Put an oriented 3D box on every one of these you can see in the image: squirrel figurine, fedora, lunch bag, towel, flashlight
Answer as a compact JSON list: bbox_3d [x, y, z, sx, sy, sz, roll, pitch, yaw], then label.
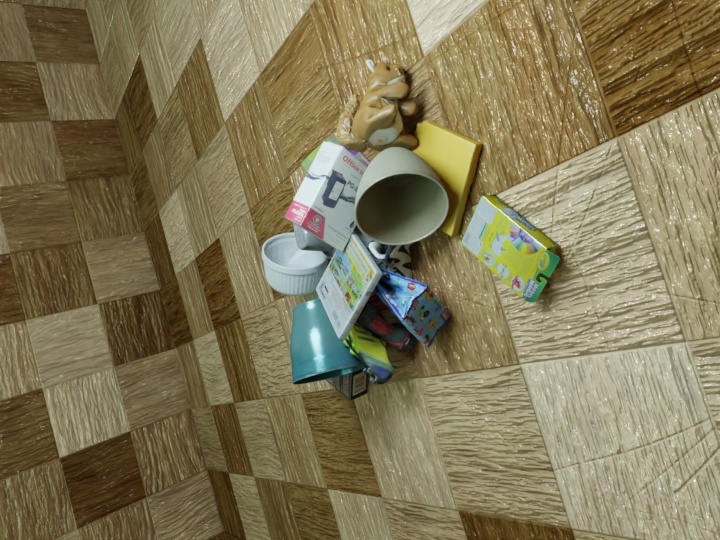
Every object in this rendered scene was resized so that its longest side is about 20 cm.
[{"bbox_3d":[0.025,-0.365,1.186,0.196,0.141,0.192,-14,67,30],"label":"squirrel figurine"},{"bbox_3d":[-0.128,-0.111,1.405,0.200,0.088,0.181,-132,32,-52],"label":"fedora"},{"bbox_3d":[0.090,0.063,1.241,0.199,0.095,0.151,34,171,43],"label":"lunch bag"},{"bbox_3d":[-0.056,-0.258,1.381,0.201,0.143,0.023,49,178,30],"label":"towel"},{"bbox_3d":[0.056,0.130,1.285,0.068,0.199,0.068,-52,41,-1],"label":"flashlight"}]

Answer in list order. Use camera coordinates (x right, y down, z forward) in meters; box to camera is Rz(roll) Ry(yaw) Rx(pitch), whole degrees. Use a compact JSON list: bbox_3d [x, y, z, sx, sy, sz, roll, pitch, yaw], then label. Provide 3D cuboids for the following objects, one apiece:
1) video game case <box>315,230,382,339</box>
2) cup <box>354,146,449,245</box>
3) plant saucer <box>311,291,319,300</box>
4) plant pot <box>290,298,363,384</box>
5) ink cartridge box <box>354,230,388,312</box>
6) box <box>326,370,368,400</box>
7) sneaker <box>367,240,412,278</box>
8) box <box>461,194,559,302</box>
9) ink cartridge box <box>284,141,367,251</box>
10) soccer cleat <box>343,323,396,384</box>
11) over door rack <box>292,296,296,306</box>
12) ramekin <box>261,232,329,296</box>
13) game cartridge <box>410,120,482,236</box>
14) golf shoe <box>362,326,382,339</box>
[{"bbox_3d":[-0.032,0.027,1.252,0.184,0.022,0.201,-60,33,20],"label":"video game case"},{"bbox_3d":[0.080,-0.175,1.139,0.202,0.196,0.146,122,153,-44],"label":"cup"},{"bbox_3d":[-0.109,0.115,1.562,0.199,0.049,0.205,-34,52,57],"label":"plant saucer"},{"bbox_3d":[-0.099,0.179,1.400,0.199,0.196,0.193,-34,66,51],"label":"plant pot"},{"bbox_3d":[0.000,0.000,1.392,0.143,0.082,0.206,11,110,62],"label":"ink cartridge box"},{"bbox_3d":[-0.061,0.286,1.591,0.198,0.074,0.103,28,123,43],"label":"box"},{"bbox_3d":[0.063,-0.028,1.278,0.079,0.127,0.203,39,130,39],"label":"sneaker"},{"bbox_3d":[0.293,-0.044,1.038,0.201,0.048,0.119,50,136,35],"label":"box"},{"bbox_3d":[-0.062,-0.173,1.252,0.084,0.144,0.203,27,88,49],"label":"ink cartridge box"},{"bbox_3d":[0.016,0.182,1.308,0.202,0.083,0.064,57,157,-7],"label":"soccer cleat"},{"bbox_3d":[-0.217,0.026,1.721,0.202,0.066,0.149,56,140,25],"label":"over door rack"},{"bbox_3d":[-0.190,-0.015,1.565,0.199,0.197,0.107,39,134,39],"label":"ramekin"},{"bbox_3d":[0.170,-0.204,1.167,0.176,0.032,0.204,38,127,40],"label":"game cartridge"},{"bbox_3d":[-0.010,0.159,1.490,0.198,0.077,0.097,-23,76,45],"label":"golf shoe"}]
